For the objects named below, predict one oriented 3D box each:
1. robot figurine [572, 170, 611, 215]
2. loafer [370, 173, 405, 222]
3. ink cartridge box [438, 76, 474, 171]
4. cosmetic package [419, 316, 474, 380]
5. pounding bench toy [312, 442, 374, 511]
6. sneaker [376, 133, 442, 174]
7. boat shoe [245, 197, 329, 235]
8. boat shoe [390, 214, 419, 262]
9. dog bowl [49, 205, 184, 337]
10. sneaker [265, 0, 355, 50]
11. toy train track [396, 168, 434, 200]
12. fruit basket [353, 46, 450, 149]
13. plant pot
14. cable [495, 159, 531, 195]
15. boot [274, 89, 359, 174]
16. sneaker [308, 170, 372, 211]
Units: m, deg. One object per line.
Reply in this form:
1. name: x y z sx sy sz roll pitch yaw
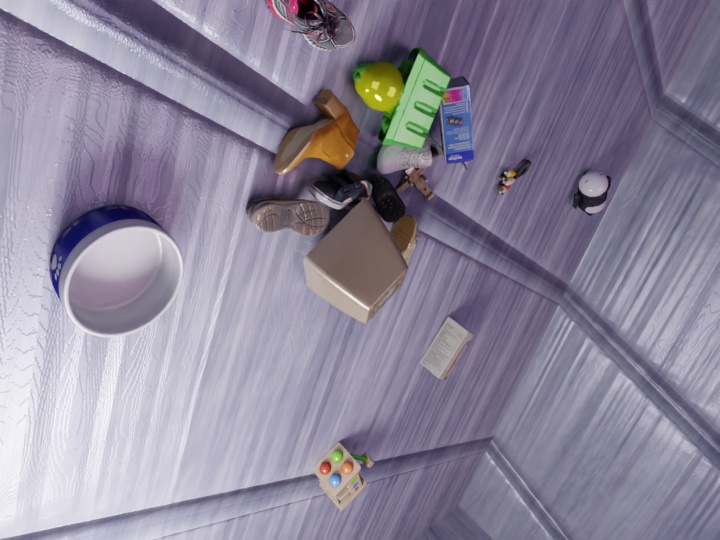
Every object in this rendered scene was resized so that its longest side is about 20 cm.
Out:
1. robot figurine: 0.986 -0.330 2.287 0.153 0.121 0.202 -60 149 -23
2. loafer: 0.068 -0.176 1.327 0.066 0.073 0.201 -23 161 8
3. ink cartridge box: 0.226 -0.343 1.281 0.138 0.073 0.207 -80 164 -64
4. cosmetic package: 0.319 0.289 1.982 0.203 0.103 0.087 -57 147 5
5. pounding bench toy: -0.045 0.667 1.818 0.198 0.123 0.159 -38 142 -23
6. sneaker: 0.123 -0.278 1.284 0.197 0.099 0.080 -32 141 -30
7. boat shoe: -0.148 -0.121 1.104 0.196 0.073 0.077 2 114 -46
8. boat shoe: 0.114 -0.068 1.476 0.062 0.073 0.204 -23 145 -45
9. dog bowl: -0.398 0.002 0.888 0.197 0.078 0.205 -31 139 -31
10. sneaker: -0.075 -0.435 0.937 0.197 0.074 0.083 1 118 -52
11. toy train track: 0.162 -0.225 1.413 0.114 0.033 0.199 -43 153 9
12. fruit basket: 0.070 -0.376 1.142 0.207 0.156 0.224 -1 109 -3
13. plant pot: 0.000 0.000 1.232 0.200 0.177 0.201 -44 169 -15
14. cable: 0.515 -0.305 1.786 0.196 0.050 0.100 -23 135 -38
15. boot: -0.078 -0.243 1.088 0.204 0.070 0.144 -56 143 -9
16. sneaker: -0.040 -0.182 1.183 0.081 0.078 0.198 -58 157 15
